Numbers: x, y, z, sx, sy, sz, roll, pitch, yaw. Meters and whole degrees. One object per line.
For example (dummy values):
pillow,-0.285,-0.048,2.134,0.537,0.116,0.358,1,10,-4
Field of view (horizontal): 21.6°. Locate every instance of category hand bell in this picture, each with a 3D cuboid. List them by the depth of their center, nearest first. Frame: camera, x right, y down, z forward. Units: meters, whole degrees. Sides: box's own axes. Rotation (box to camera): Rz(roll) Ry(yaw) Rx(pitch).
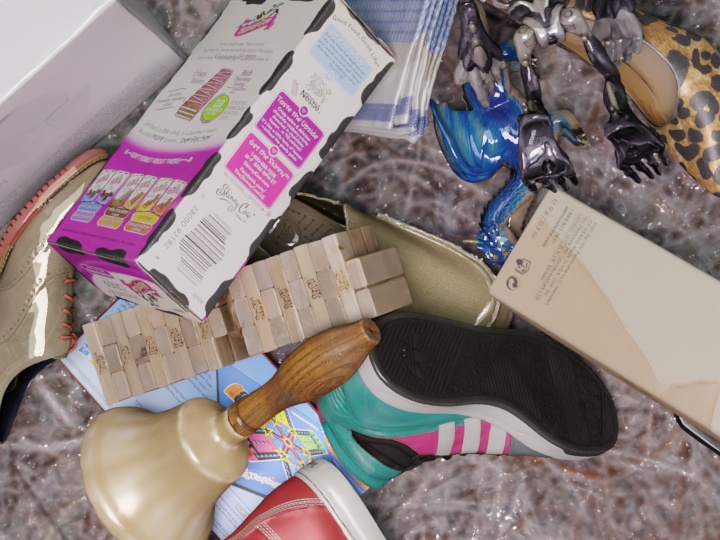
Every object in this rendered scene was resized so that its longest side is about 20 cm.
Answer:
hand bell,-0.062,0.084,1.102,0.199,0.104,0.105,-34,83,32

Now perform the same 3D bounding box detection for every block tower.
block tower,-0.070,0.026,1.139,0.199,0.058,0.055,-19,88,27

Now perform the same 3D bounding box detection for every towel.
towel,0.020,-0.179,1.165,0.024,0.146,0.202,16,87,-32

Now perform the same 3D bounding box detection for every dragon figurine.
dragon figurine,0.076,-0.091,1.181,0.099,0.059,0.201,-33,85,3

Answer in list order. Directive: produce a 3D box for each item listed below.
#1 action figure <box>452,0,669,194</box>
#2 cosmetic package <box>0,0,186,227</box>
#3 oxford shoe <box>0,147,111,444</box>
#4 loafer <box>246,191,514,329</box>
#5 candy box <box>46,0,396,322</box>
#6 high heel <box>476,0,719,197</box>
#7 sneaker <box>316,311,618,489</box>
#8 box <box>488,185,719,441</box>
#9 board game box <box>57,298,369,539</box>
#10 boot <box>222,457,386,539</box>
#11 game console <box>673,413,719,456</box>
action figure,0.104,-0.135,1.074,0.118,0.102,0.202,-14,60,4
cosmetic package,-0.232,-0.123,1.143,0.199,0.200,0.123,-41,81,2
oxford shoe,-0.199,0.017,1.197,0.075,0.070,0.201,35,101,13
loafer,0.000,0.000,1.179,0.198,0.067,0.077,19,89,7
candy box,-0.085,-0.071,1.132,0.061,0.136,0.201,43,74,-28
high heel,0.141,-0.122,1.145,0.141,0.071,0.202,-13,71,-25
sneaker,0.052,0.091,1.160,0.199,0.120,0.084,18,57,-32
box,0.185,0.038,1.116,0.199,0.095,0.078,32,90,28
board game box,-0.091,0.094,1.207,0.103,0.019,0.200,-43,84,4
boot,-0.022,0.236,1.143,0.144,0.072,0.201,-37,90,-16
game console,0.309,0.055,1.120,0.170,0.118,0.201,35,90,6
